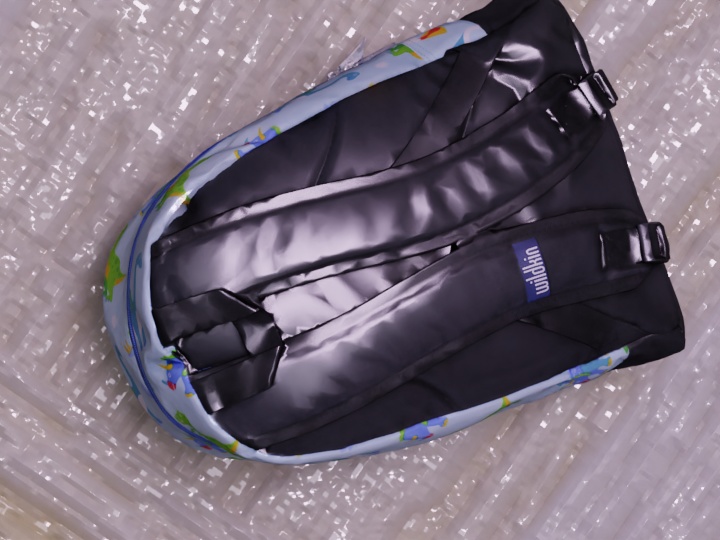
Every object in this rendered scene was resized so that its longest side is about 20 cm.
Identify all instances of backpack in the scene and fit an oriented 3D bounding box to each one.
[{"bbox_3d":[0.000,0.000,1.084,0.200,0.154,0.163,-29,102,-30],"label":"backpack"}]
